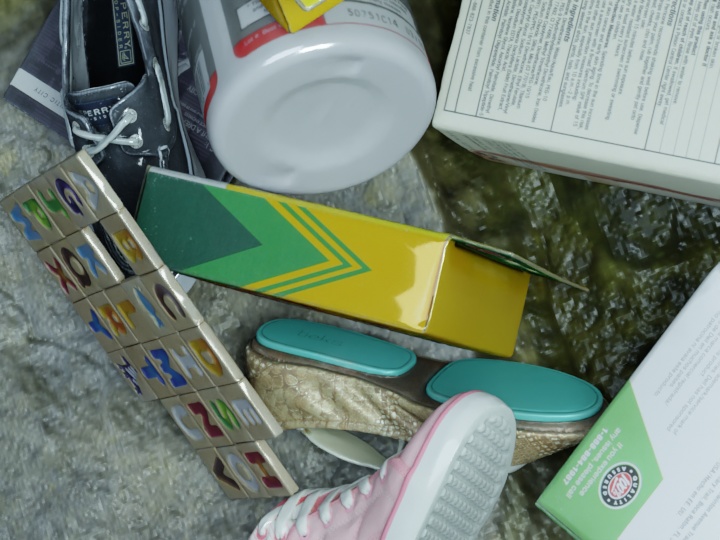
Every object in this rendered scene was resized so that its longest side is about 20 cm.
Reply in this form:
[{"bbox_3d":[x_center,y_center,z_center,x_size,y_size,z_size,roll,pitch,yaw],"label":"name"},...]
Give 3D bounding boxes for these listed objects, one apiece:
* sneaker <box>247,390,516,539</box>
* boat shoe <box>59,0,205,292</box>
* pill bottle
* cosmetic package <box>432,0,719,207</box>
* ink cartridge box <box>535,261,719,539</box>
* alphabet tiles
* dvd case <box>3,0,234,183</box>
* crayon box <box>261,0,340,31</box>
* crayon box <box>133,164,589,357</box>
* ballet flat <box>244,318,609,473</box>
[{"bbox_3d":[-0.001,0.123,1.133,0.105,0.075,0.201,37,126,26],"label":"sneaker"},{"bbox_3d":[-0.127,-0.082,1.234,0.072,0.068,0.201,-8,79,21],"label":"boat shoe"},{"bbox_3d":[-0.038,-0.147,1.161,0.114,0.114,0.200,-28,53,17],"label":"pill bottle"},{"bbox_3d":[0.149,-0.091,1.125,0.200,0.087,0.104,15,86,25],"label":"cosmetic package"},{"bbox_3d":[0.207,0.116,1.068,0.200,0.084,0.146,41,99,23],"label":"ink cartridge box"},{"bbox_3d":[-0.106,0.034,1.172,0.008,0.167,0.200,-37,98,-21],"label":"alphabet tiles"},{"bbox_3d":[-0.094,-0.147,1.277,0.149,0.016,0.200,32,94,23],"label":"dvd case"},{"bbox_3d":[-0.021,-0.196,1.079,0.127,0.051,0.200,-33,54,-8],"label":"crayon box"},{"bbox_3d":[0.000,0.000,1.152,0.200,0.127,0.051,13,87,25],"label":"crayon box"},{"bbox_3d":[0.033,0.074,1.171,0.200,0.070,0.065,13,114,27],"label":"ballet flat"}]
